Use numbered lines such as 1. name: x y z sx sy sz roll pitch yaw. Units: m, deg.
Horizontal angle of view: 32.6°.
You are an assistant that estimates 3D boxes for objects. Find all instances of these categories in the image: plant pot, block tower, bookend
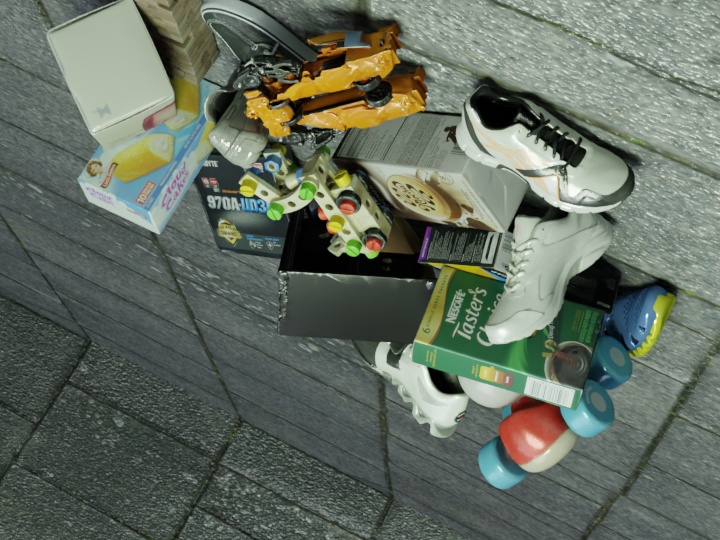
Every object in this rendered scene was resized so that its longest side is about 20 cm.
1. plant pot: 0.056 -0.004 1.679 0.201 0.027 0.201 55 159 33
2. block tower: -0.215 -0.293 1.437 0.057 0.054 0.200 25 161 14
3. bookend: 0.000 0.000 1.579 0.197 0.199 0.093 4 118 2

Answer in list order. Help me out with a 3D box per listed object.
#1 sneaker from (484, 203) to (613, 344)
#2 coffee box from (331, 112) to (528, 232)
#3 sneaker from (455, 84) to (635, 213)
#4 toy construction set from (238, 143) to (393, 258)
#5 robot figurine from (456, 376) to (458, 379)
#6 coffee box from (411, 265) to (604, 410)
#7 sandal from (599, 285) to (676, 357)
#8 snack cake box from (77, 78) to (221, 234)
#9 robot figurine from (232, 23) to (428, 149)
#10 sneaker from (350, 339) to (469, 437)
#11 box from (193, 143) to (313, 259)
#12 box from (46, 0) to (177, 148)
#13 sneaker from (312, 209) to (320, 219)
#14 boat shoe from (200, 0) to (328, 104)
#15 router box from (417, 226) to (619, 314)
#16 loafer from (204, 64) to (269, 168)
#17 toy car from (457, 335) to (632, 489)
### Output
1. sneaker: 0.189 -0.010 1.361 0.100 0.201 0.078 47 158 -21
2. coffee box: 0.079 -0.116 1.412 0.198 0.080 0.113 11 154 43
3. sneaker: 0.186 -0.123 1.255 0.198 0.074 0.080 24 158 15
4. toy construction set: -0.037 -0.069 1.438 0.130 0.093 0.200 -10 148 31
5. robot figurine: 0.173 0.084 1.631 0.174 0.199 0.117 17 129 42
6. coffee box: 0.168 0.075 1.405 0.197 0.124 0.044 17 142 12
7. sandal: 0.321 0.061 1.521 0.086 0.080 0.200 32 159 1
8. snack cake box: -0.265 -0.163 1.609 0.114 0.202 0.067 24 160 13
9. robot figurine: -0.035 -0.195 1.316 0.197 0.059 0.145 -8 144 25
10. sneaker: 0.067 0.107 1.553 0.200 0.074 0.089 45 133 18
11. box: -0.153 -0.099 1.744 0.199 0.046 0.161 9 124 47
12. box: -0.293 -0.232 1.478 0.200 0.108 0.129 -172 57 -82
13. sneaker: -0.055 -0.044 1.796 0.065 0.079 0.200 29 163 -4
14. boat shoe: -0.104 -0.233 1.403 0.198 0.069 0.073 35 160 -16
15. router box: 0.192 -0.001 1.489 0.198 0.052 0.148 20 173 -32
16. loafer: -0.146 -0.192 1.434 0.069 0.070 0.201 27 -155 -21
17. toy car: 0.187 0.122 1.481 0.200 0.177 0.184 45 131 -5
